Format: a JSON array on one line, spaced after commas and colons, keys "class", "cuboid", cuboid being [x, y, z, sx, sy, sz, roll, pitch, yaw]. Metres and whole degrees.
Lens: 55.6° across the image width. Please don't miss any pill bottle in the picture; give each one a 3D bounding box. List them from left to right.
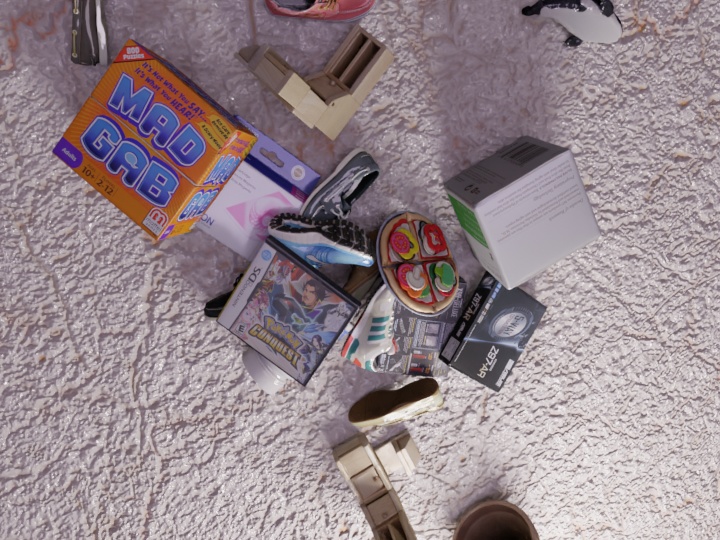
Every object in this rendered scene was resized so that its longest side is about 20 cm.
[{"class": "pill bottle", "cuboid": [-0.119, 0.128, 1.269, 0.199, 0.114, 0.114, -42, 109, 3]}]

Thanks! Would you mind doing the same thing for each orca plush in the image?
[{"class": "orca plush", "cuboid": [0.386, -0.471, 1.241, 0.193, 0.073, 0.106, 1, 150, -7]}]

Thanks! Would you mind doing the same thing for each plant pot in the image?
[{"class": "plant pot", "cuboid": [0.317, 0.631, 1.478, 0.199, 0.201, 0.175, -38, 127, 2]}]

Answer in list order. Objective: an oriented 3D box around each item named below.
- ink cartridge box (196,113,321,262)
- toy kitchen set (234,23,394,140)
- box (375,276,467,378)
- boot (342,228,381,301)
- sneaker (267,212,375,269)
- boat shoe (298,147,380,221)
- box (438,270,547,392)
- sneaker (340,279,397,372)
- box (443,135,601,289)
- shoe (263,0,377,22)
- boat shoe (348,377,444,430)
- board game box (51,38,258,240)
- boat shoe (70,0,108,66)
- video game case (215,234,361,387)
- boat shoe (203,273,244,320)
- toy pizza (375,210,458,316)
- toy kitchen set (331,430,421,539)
[{"class": "ink cartridge box", "cuboid": [-0.197, -0.136, 1.216, 0.194, 0.043, 0.202, 32, 99, -18]}, {"class": "toy kitchen set", "cuboid": [-0.085, -0.360, 1.116, 0.163, 0.199, 0.182, 43, 98, 23]}, {"class": "box", "cuboid": [0.114, 0.104, 1.344, 0.153, 0.050, 0.206, 6, 105, -13]}, {"class": "boot", "cuboid": [0.000, 0.000, 1.245, 0.075, 0.074, 0.200, 42, 55, 6]}, {"class": "sneaker", "cuboid": [-0.068, -0.039, 1.206, 0.194, 0.079, 0.092, 12, 126, -2]}, {"class": "boat shoe", "cuboid": [-0.041, -0.126, 1.226, 0.062, 0.073, 0.201, 41, 93, 26]}, {"class": "box", "cuboid": [0.263, 0.123, 1.355, 0.158, 0.043, 0.203, 30, 92, -32]}, {"class": "sneaker", "cuboid": [0.042, 0.101, 1.278, 0.092, 0.070, 0.203, 32, 111, 3]}, {"class": "box", "cuboid": [0.287, -0.112, 1.238, 0.197, 0.199, 0.174, -30, 110, 0]}, {"class": "shoe", "cuboid": [-0.061, -0.449, 1.127, 0.194, 0.091, 0.074, -5, 107, -10]}, {"class": "boat shoe", "cuboid": [0.071, 0.278, 1.364, 0.195, 0.074, 0.064, -18, 125, 13]}, {"class": "board game box", "cuboid": [-0.308, -0.197, 1.069, 0.198, 0.200, 0.201, 38, 96, -4]}, {"class": "boat shoe", "cuboid": [-0.432, -0.427, 1.068, 0.058, 0.072, 0.208, -4, 110, -15]}, {"class": "video game case", "cuboid": [-0.125, 0.072, 1.176, 0.198, 0.026, 0.183, 35, 106, -1]}, {"class": "boat shoe", "cuboid": [-0.198, 0.035, 1.235, 0.193, 0.075, 0.068, -13, 118, 8]}, {"class": "toy pizza", "cuboid": [0.112, -0.018, 1.254, 0.196, 0.031, 0.206, 16, 62, -32]}, {"class": "toy kitchen set", "cuboid": [0.068, 0.441, 1.362, 0.160, 0.181, 0.203, -29, 114, -3]}]
